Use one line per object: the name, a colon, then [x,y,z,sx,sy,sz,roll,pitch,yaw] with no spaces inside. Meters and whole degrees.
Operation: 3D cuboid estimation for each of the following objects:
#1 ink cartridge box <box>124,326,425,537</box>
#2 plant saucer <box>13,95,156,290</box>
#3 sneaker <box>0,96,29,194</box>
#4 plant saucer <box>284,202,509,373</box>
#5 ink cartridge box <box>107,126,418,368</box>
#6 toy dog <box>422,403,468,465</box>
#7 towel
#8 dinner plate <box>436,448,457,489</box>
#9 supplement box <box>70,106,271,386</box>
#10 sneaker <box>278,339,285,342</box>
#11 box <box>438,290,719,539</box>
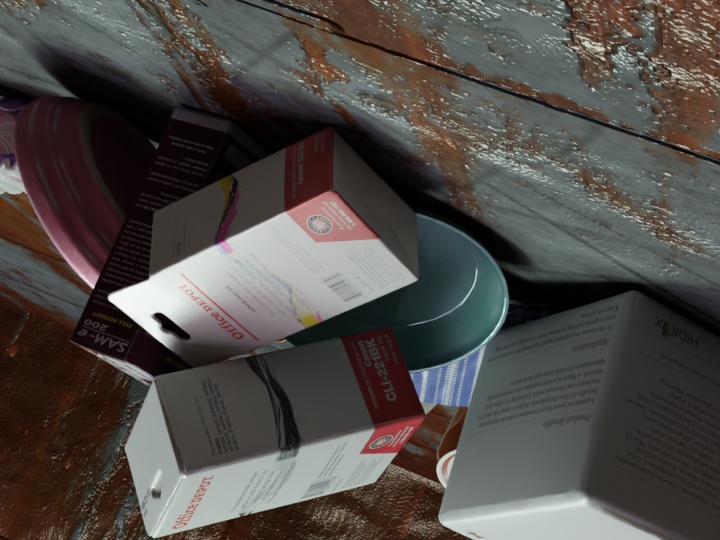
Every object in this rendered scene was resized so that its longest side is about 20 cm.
ink cartridge box: [-0.071,0.127,1.373,0.200,0.084,0.144,-12,157,-24]
plant saucer: [-0.198,-0.060,1.434,0.051,0.201,0.201,-29,145,18]
sneaker: [-0.300,-0.113,1.573,0.200,0.089,0.080,5,165,24]
plant saucer: [0.016,0.006,1.378,0.200,0.036,0.200,4,139,3]
ink cartridge box: [-0.072,-0.011,1.277,0.200,0.068,0.116,-24,134,24]
toy dog: [0.041,0.120,1.601,0.200,0.096,0.132,-38,95,34]
towel: [0.073,0.067,1.488,0.200,0.024,0.145,6,141,1]
dinner plate: [0.166,0.194,1.570,0.200,0.024,0.200,13,153,7]
supplement box: [-0.135,-0.011,1.365,0.061,0.200,0.109,16,167,31]
sneaker: [-0.049,0.015,1.547,0.078,0.112,0.200,12,166,33]
box: [0.207,0.145,1.368,0.200,0.171,0.199,28,156,-23]
